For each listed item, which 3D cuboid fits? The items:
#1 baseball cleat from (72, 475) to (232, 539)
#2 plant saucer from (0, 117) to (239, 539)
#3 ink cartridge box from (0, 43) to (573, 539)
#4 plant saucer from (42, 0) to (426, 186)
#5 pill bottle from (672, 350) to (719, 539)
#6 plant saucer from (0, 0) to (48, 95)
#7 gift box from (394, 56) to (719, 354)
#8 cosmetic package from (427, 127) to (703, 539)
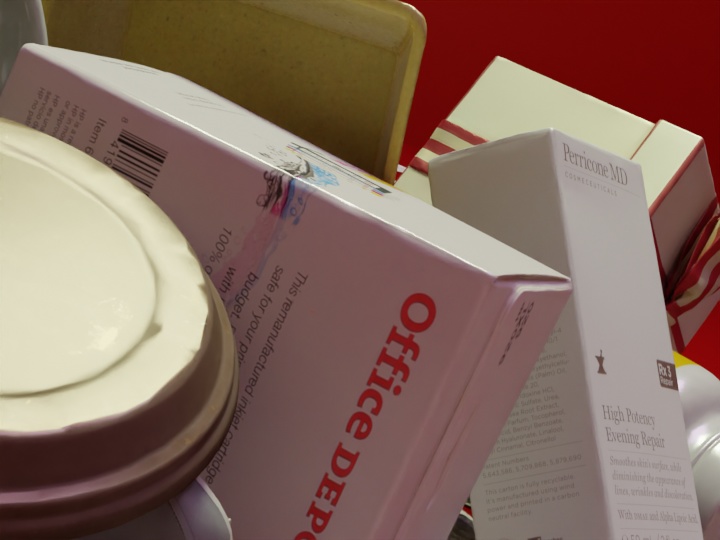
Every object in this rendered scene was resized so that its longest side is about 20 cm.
[{"bbox_3d":[-0.140,0.060,0.542,0.199,0.070,0.106,25,24,11],"label":"baseball cleat"},{"bbox_3d":[-0.129,0.004,0.544,0.199,0.030,0.200,16,33,-10],"label":"plant saucer"},{"bbox_3d":[-0.045,0.024,0.695,0.200,0.148,0.145,28,9,16],"label":"ink cartridge box"},{"bbox_3d":[-0.064,-0.049,0.818,0.199,0.201,0.048,21,21,25],"label":"plant saucer"},{"bbox_3d":[0.120,0.081,0.936,0.200,0.113,0.112,32,11,34],"label":"pill bottle"},{"bbox_3d":[-0.192,-0.061,0.678,0.050,0.201,0.200,8,2,23],"label":"plant saucer"},{"bbox_3d":[0.140,-0.003,1.161,0.186,0.185,0.200,28,-14,33],"label":"gift box"},{"bbox_3d":[0.096,0.043,0.829,0.074,0.201,0.102,-14,-14,32],"label":"cosmetic package"}]
